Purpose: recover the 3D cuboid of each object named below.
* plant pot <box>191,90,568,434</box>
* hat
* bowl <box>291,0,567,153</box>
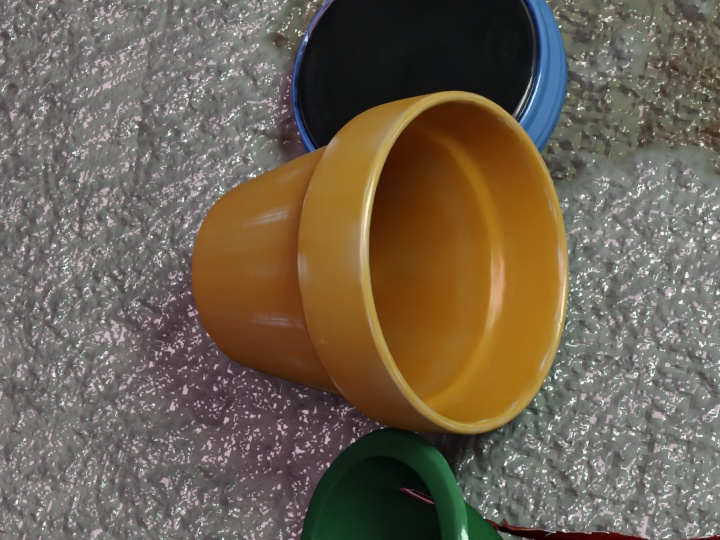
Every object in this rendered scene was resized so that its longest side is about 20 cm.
[{"bbox_3d":[0.000,0.000,0.862,0.183,0.200,0.201,-4,71,42],"label":"plant pot"},{"bbox_3d":[0.083,0.195,0.857,0.200,0.176,0.166,18,93,58],"label":"hat"},{"bbox_3d":[0.043,-0.135,0.963,0.200,0.039,0.201,-7,71,21],"label":"bowl"}]
